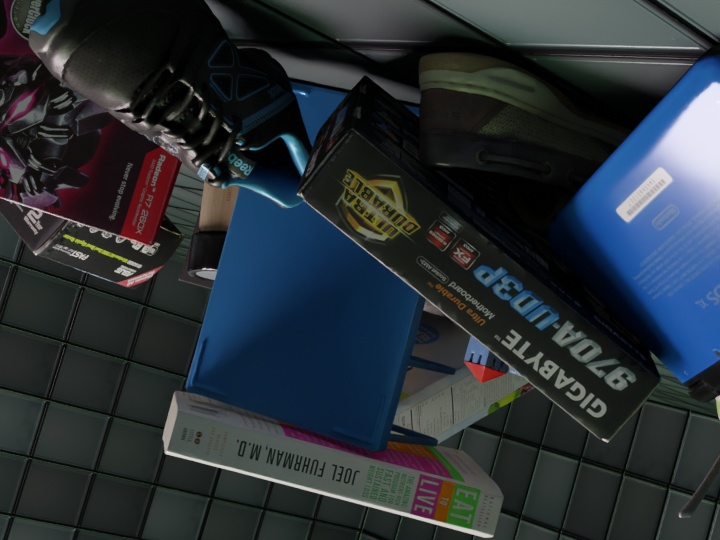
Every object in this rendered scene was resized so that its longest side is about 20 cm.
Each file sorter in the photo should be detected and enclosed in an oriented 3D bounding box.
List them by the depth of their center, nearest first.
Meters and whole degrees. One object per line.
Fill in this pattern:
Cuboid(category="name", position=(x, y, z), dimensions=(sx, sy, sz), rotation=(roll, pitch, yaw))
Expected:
Cuboid(category="file sorter", position=(0.000, 0.000, 0.937), dimensions=(0.138, 0.202, 0.122), rotation=(14, 179, 26))

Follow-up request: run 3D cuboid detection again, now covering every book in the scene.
Cuboid(category="book", position=(-0.022, 0.117, 0.910), dimensions=(0.198, 0.049, 0.134), rotation=(16, 177, -7))

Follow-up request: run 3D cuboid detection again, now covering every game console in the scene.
Cuboid(category="game console", position=(0.206, -0.024, 0.665), dimensions=(0.171, 0.118, 0.200), rotation=(46, 155, 5))

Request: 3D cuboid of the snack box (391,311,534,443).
Cuboid(category="snack box", position=(0.025, 0.072, 1.202), dimensions=(0.199, 0.068, 0.168), rotation=(-28, -143, -29))

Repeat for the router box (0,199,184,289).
Cuboid(category="router box", position=(-0.242, -0.083, 1.122), dimensions=(0.200, 0.062, 0.150), rotation=(47, -173, 22))

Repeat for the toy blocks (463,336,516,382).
Cuboid(category="toy blocks", position=(0.139, 0.021, 1.043), dimensions=(0.099, 0.138, 0.199), rotation=(20, 174, -38))

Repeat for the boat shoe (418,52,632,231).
Cuboid(category="boat shoe", position=(0.099, -0.052, 0.760), dimensions=(0.199, 0.065, 0.072), rotation=(21, 173, -43))

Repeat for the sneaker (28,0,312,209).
Cuboid(category="sneaker", position=(-0.083, -0.091, 0.756), dimensions=(0.199, 0.073, 0.082), rotation=(18, -144, -55))

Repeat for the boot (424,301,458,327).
Cuboid(category="boot", position=(0.096, 0.001, 1.174), dimensions=(0.198, 0.097, 0.074), rotation=(18, -179, 6))

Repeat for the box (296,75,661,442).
Cuboid(category="box", position=(0.062, -0.013, 0.775), dimensions=(0.199, 0.046, 0.159), rotation=(38, -165, -9))

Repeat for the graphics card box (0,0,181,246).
Cuboid(category="graphics card box", position=(-0.192, -0.103, 0.835), dimensions=(0.198, 0.127, 0.051), rotation=(19, -175, -12))

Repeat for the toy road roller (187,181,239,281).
Cuboid(category="toy road roller", position=(-0.032, -0.036, 1.121), dimensions=(0.145, 0.124, 0.200), rotation=(2, 169, 24))

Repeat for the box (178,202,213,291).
Cuboid(category="box", position=(-0.040, -0.014, 1.359), dimensions=(0.147, 0.126, 0.199), rotation=(13, 175, 35))

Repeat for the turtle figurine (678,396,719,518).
Cuboid(category="turtle figurine", position=(0.302, 0.084, 0.983), dimensions=(0.192, 0.201, 0.145), rotation=(-3, 138, -7))
